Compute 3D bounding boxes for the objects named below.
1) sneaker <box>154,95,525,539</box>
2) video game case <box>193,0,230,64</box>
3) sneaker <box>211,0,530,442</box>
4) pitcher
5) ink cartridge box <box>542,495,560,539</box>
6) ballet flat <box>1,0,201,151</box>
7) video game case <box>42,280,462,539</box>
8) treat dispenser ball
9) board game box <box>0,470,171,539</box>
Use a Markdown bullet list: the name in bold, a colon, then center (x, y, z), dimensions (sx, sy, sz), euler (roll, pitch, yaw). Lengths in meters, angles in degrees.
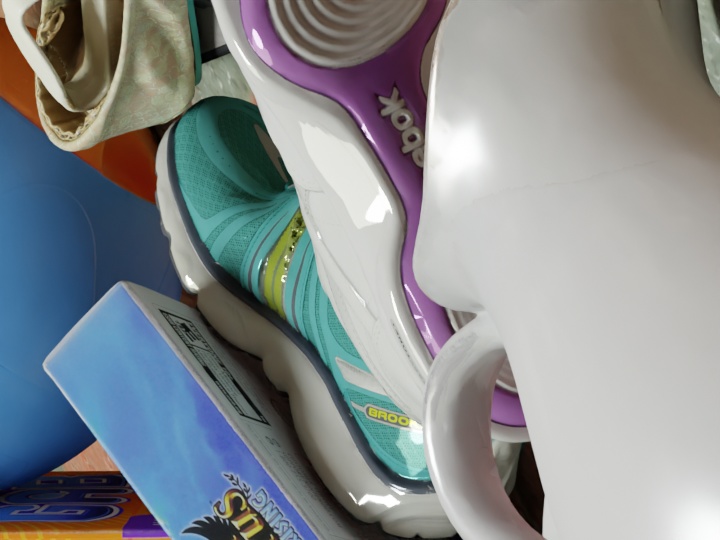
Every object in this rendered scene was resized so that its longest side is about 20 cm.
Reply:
- **sneaker**: center (0.000, 0.000, 0.836), dimensions (0.200, 0.077, 0.080), euler (50, 130, 38)
- **video game case**: center (-0.080, -0.157, 0.851), dimensions (0.181, 0.025, 0.200), euler (63, 161, -8)
- **sneaker**: center (-0.002, -0.040, 0.722), dimensions (0.200, 0.075, 0.100), euler (69, 161, 2)
- **pitcher**: center (0.084, 0.045, 0.564), dimensions (0.200, 0.121, 0.172), euler (52, 143, 36)
- **ink cartridge box**: center (0.100, 0.068, 0.690), dimensions (0.161, 0.050, 0.200), euler (24, 142, 59)
- **ballet flat**: center (-0.086, -0.107, 0.805), dimensions (0.067, 0.062, 0.200), euler (47, 156, 31)
- **video game case**: center (0.003, 0.104, 0.856), dimensions (0.200, 0.045, 0.181), euler (50, -168, 27)
- **treat dispenser ball**: center (-0.173, -0.007, 1.033), dimensions (0.201, 0.201, 0.201), euler (50, 158, 28)
- **board game box**: center (-0.158, 0.193, 1.039), dimensions (0.200, 0.200, 0.200), euler (-109, 19, -88)
